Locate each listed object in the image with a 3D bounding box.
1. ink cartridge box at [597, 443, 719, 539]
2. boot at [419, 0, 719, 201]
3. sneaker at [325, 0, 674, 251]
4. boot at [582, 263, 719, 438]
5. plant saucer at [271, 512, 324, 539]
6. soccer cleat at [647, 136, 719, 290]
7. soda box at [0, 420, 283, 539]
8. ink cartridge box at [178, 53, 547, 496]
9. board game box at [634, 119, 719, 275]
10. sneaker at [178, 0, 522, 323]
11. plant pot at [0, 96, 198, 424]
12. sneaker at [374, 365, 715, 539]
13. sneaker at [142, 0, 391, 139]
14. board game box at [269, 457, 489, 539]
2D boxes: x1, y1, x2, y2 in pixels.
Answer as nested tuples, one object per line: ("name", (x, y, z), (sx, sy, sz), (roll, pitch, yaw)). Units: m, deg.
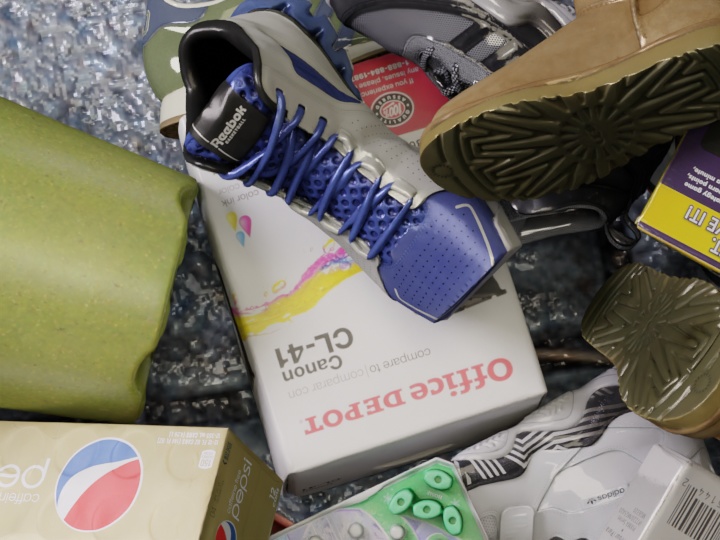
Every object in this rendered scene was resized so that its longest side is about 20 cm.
("ink cartridge box", (0.186, 0.211, 1.107), (0.199, 0.045, 0.177), (32, 87, -20))
("boot", (0.108, -0.138, 1.061), (0.174, 0.066, 0.201), (-16, 47, 16))
("sneaker", (0.066, -0.081, 1.115), (0.199, 0.076, 0.115), (20, 73, -4))
("boot", (0.215, 0.079, 1.075), (0.199, 0.175, 0.066), (35, 100, -15))
("plant saucer", (-0.058, 0.231, 1.132), (0.199, 0.037, 0.201), (29, 86, 5))
("soccer cleat", (0.216, -0.007, 1.177), (0.068, 0.085, 0.201), (-32, 80, -8))
("soda box", (-0.143, 0.118, 1.104), (0.199, 0.064, 0.068), (0, 61, 27))
("ink cartridge box", (0.000, 0.000, 1.171), (0.147, 0.086, 0.201), (-17, 76, -6))
("board game box", (0.253, -0.045, 1.017), (0.199, 0.057, 0.166), (30, 94, 19))
("sneaker", (-0.026, -0.052, 1.072), (0.200, 0.115, 0.081), (48, 117, 16))
("plant pot", (-0.184, -0.006, 1.123), (0.183, 0.200, 0.202), (15, 77, -6))
("sneaker", (0.104, 0.134, 1.147), (0.199, 0.075, 0.115), (-29, 77, -11))
("sneaker", (-0.025, -0.142, 1.211), (0.199, 0.067, 0.090), (-17, 80, -4))
("board game box", (-0.004, 0.224, 1.096), (0.199, 0.026, 0.201), (-25, 86, 1))
